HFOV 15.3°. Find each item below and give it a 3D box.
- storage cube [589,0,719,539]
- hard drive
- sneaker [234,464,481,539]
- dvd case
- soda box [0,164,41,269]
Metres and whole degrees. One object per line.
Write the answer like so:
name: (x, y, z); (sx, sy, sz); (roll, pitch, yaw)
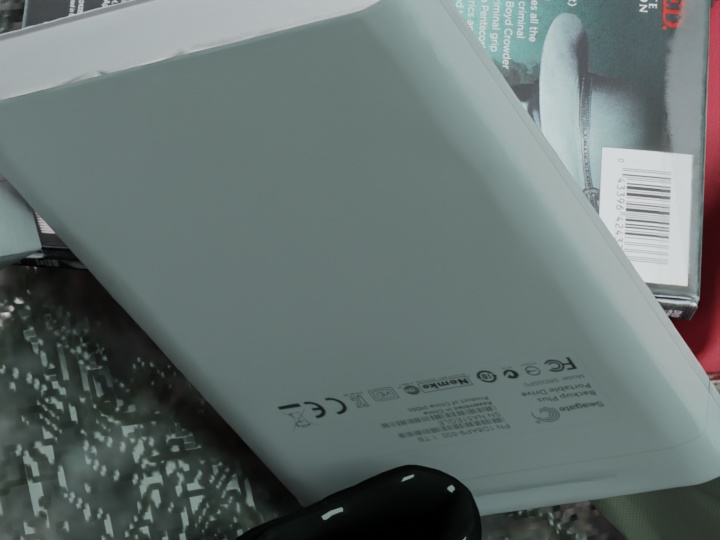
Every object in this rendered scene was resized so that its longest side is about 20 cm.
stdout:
storage cube: (0.181, 0.020, 0.827); (0.171, 0.199, 0.180); (48, 57, -26)
hard drive: (0.000, 0.000, 0.707); (0.200, 0.131, 0.027); (51, 39, -41)
sneaker: (-0.047, 0.108, 0.705); (0.076, 0.088, 0.200); (45, 49, 15)
dvd case: (0.001, -0.064, 0.777); (0.199, 0.022, 0.147); (4, 72, 0)
soda box: (-0.149, -0.088, 0.712); (0.063, 0.068, 0.201); (-11, 83, -36)
